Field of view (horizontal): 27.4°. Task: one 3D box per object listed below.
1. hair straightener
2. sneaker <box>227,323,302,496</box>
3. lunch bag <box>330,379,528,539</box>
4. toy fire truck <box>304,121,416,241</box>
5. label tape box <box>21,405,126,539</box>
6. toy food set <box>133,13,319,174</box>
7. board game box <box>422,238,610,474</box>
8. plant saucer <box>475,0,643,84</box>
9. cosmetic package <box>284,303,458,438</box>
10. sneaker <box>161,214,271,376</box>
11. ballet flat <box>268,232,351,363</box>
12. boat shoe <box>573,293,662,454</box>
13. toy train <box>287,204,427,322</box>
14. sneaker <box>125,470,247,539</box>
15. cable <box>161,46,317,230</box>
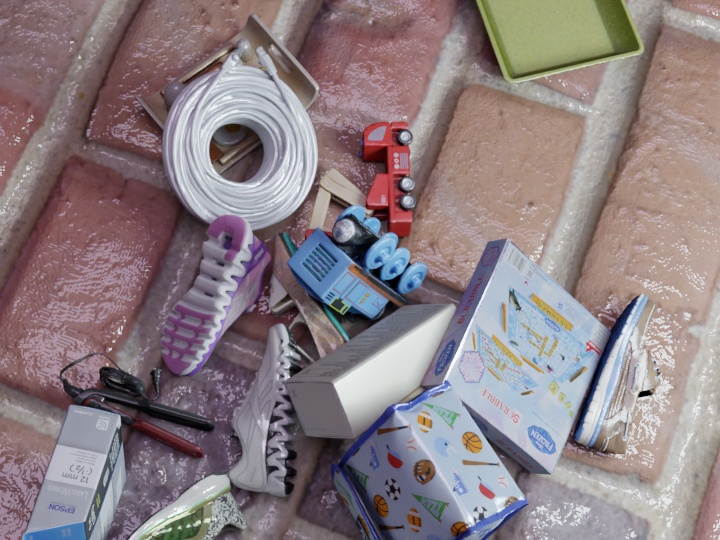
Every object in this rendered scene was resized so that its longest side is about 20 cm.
[{"bbox_3d":[-0.262,0.150,1.739,0.198,0.041,0.078,21,67,9],"label":"hair straightener"},{"bbox_3d":[-0.112,0.160,1.720,0.080,0.075,0.203,1,75,11],"label":"sneaker"},{"bbox_3d":[0.058,0.253,1.636,0.123,0.200,0.171,-16,67,-41],"label":"lunch bag"},{"bbox_3d":[-0.002,-0.093,1.851,0.139,0.049,0.202,0,67,-4],"label":"toy fire truck"},{"bbox_3d":[-0.311,0.271,1.596,0.065,0.144,0.202,10,52,1],"label":"label tape box"},{"bbox_3d":[-0.170,-0.226,1.885,0.199,0.061,0.144,-38,75,-17],"label":"toy food set"},{"bbox_3d":[0.187,0.102,1.734,0.200,0.041,0.201,40,64,-26],"label":"board game box"},{"bbox_3d":[0.253,-0.344,1.978,0.197,0.048,0.202,-14,69,-10],"label":"plant saucer"},{"bbox_3d":[0.023,0.113,1.701,0.199,0.103,0.074,-31,105,-33],"label":"cosmetic package"},{"bbox_3d":[-0.165,0.038,1.768,0.080,0.088,0.202,22,86,36],"label":"sneaker"},{"bbox_3d":[-0.071,0.047,1.780,0.067,0.068,0.201,-33,72,3],"label":"ballet flat"},{"bbox_3d":[0.323,0.128,1.781,0.072,0.072,0.202,24,77,0],"label":"boat shoe"},{"bbox_3d":[0.000,0.000,1.741,0.114,0.200,0.087,-46,62,4],"label":"toy train"},{"bbox_3d":[-0.204,0.308,1.644,0.199,0.077,0.089,-36,83,-27],"label":"sneaker"},{"bbox_3d":[-0.151,-0.148,1.813,0.200,0.069,0.201,-42,105,-17],"label":"cable"}]
